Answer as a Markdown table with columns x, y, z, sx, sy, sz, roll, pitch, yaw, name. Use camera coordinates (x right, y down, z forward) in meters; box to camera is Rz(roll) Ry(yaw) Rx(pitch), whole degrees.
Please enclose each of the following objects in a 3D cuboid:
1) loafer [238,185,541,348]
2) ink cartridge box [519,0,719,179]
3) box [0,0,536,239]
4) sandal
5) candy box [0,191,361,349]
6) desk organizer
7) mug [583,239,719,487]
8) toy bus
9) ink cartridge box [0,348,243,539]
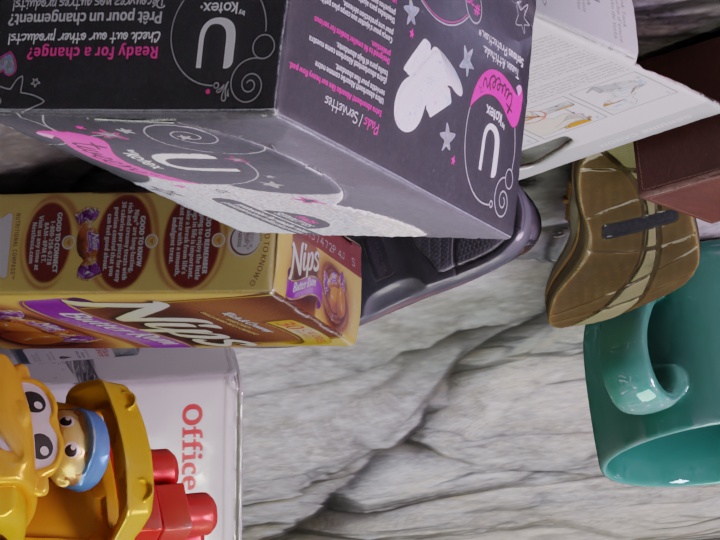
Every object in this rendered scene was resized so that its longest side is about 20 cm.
| x | y | z | sx | sy | sz | roll | pitch | yaw | name |
| --- | --- | --- | --- | --- | --- | --- | --- | --- | --- |
| 0.000 | 0.000 | 1.533 | 0.199 | 0.072 | 0.063 | -15 | 166 | 16 | loafer |
| 0.037 | -0.082 | 1.322 | 0.199 | 0.044 | 0.173 | -18 | 160 | 32 | ink cartridge box |
| -0.034 | -0.085 | 1.119 | 0.131 | 0.116 | 0.200 | 1 | 168 | 27 | box |
| 0.131 | -0.035 | 1.509 | 0.080 | 0.054 | 0.200 | -11 | 149 | -5 | sandal |
| -0.111 | 0.001 | 1.454 | 0.199 | 0.057 | 0.117 | -2 | 165 | 20 | candy box |
| 0.213 | -0.056 | 1.426 | 0.077 | 0.072 | 0.200 | -16 | 161 | 34 | desk organizer |
| 0.202 | 0.045 | 1.671 | 0.151 | 0.115 | 0.185 | -6 | 162 | -1 | mug |
| -0.165 | 0.114 | 1.524 | 0.191 | 0.136 | 0.200 | -2 | 151 | -17 | toy bus |
| -0.169 | 0.110 | 1.674 | 0.199 | 0.147 | 0.085 | -2 | -154 | -10 | ink cartridge box |
